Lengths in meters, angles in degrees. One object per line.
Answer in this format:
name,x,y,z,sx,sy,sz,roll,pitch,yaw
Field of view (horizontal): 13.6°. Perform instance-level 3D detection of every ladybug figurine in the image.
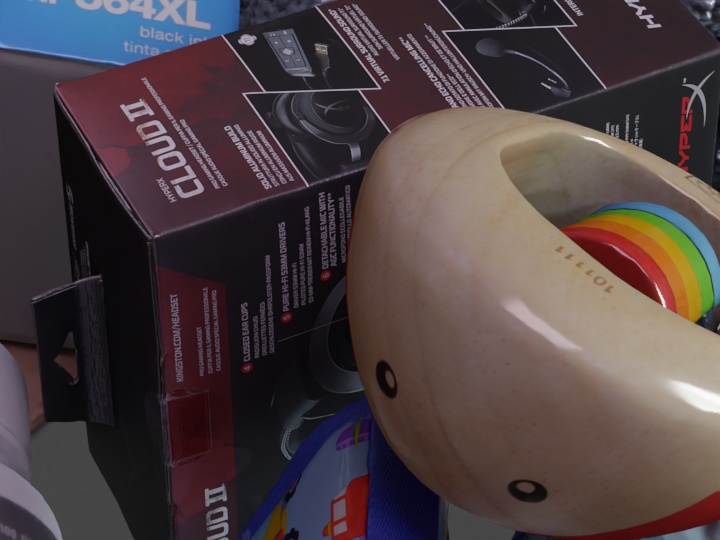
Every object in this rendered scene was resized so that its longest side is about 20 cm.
ladybug figurine,0.057,0.017,0.768,0.136,0.072,0.200,38,18,15

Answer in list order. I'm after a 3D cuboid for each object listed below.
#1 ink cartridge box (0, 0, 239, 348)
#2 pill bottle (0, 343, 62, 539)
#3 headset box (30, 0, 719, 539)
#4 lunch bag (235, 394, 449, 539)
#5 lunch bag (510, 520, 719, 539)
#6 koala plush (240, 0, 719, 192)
ink cartridge box,-0.089,-0.096,0.979,0.084,0.146,0.201,8,53,-9
pill bottle,-0.136,0.117,0.828,0.113,0.113,0.201,3,54,-13
headset box,0.000,0.000,0.887,0.199,0.149,0.077,-18,45,-17
lunch bag,-0.013,0.138,0.791,0.094,0.200,0.151,9,53,-8
lunch bag,0.093,0.164,0.828,0.082,0.161,0.201,-9,60,-18
koala plush,0.040,-0.087,1.023,0.199,0.184,0.178,-12,46,2
